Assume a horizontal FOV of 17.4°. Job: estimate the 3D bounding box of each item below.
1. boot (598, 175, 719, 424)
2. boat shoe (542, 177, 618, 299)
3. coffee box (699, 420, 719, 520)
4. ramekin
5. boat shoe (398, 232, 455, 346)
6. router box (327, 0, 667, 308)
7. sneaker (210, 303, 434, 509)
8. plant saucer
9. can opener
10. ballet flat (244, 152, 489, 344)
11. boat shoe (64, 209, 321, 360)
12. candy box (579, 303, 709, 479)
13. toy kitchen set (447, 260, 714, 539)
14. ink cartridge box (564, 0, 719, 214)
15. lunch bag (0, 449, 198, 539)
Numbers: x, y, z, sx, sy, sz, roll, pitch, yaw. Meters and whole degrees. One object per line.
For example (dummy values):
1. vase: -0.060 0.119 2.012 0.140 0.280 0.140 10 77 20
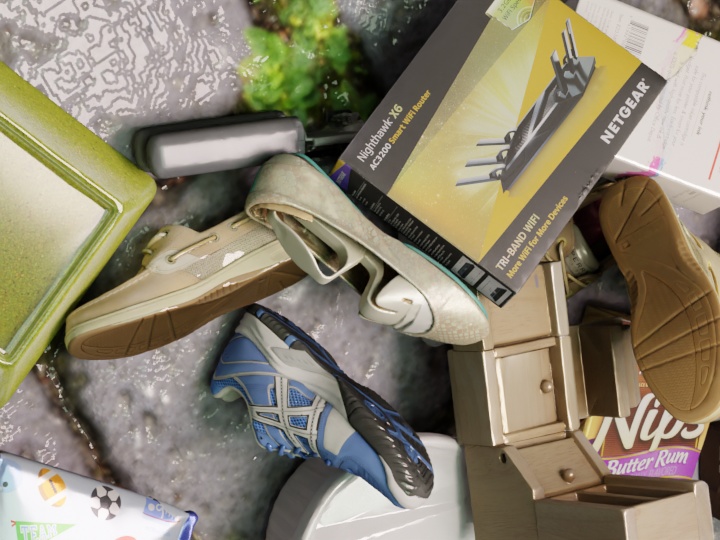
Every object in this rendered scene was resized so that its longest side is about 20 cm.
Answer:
1. boot: 0.250 0.042 1.741 0.073 0.200 0.155 -29 146 17
2. boat shoe: 0.157 -0.019 1.796 0.200 0.066 0.074 -44 117 -12
3. coffee box: 0.392 0.161 1.935 0.199 0.113 0.080 -8 105 -26
4. ramekin: 0.019 0.210 1.765 0.202 0.094 0.203 -7 106 -26
5. boat shoe: 0.067 -0.044 1.742 0.063 0.071 0.201 -9 104 -24
6. router box: 0.098 -0.100 1.666 0.157 0.052 0.200 36 73 0
7. sneaker: -0.026 0.110 1.680 0.077 0.200 0.076 -52 150 6
8. plant saucer: -0.256 -0.029 1.592 0.200 0.048 0.200 38 83 -29
9. can opener: -0.062 -0.078 1.678 0.199 0.053 0.067 -9 106 -24
10. ballet flat: 0.000 0.000 1.647 0.200 0.067 0.062 39 54 -5
11. boat shoe: -0.125 0.003 1.663 0.200 0.072 0.065 -24 72 -20
12. candy box: 0.209 0.137 1.868 0.116 0.056 0.201 14 94 -28
13. toy kitchen set: 0.184 0.091 1.688 0.163 0.180 0.201 -10 94 -34
14. ink cartridge box: 0.231 -0.118 1.763 0.199 0.067 0.117 21 78 -9
15. lunch bag: -0.232 0.234 1.623 0.170 0.124 0.201 19 83 -25
